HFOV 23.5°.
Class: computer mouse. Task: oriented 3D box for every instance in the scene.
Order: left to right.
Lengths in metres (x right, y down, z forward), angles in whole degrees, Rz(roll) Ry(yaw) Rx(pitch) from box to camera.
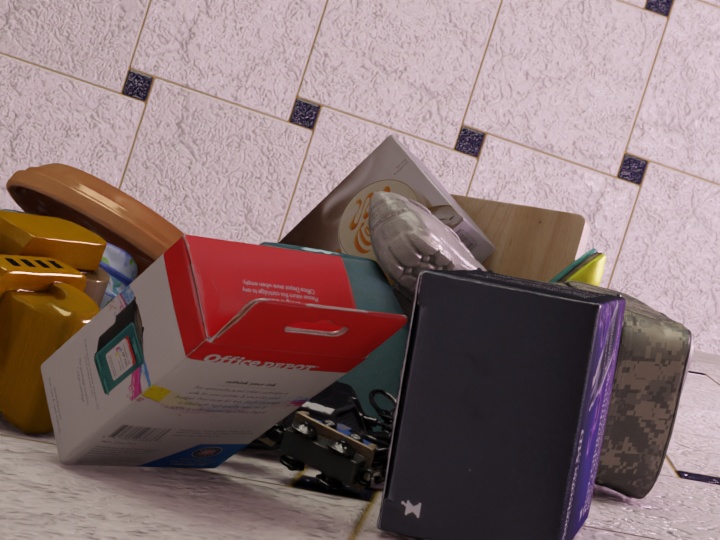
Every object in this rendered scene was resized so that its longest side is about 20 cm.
[{"bbox_3d":[-0.052,0.101,1.178,0.198,0.053,0.138,17,13,11],"label":"computer mouse"}]

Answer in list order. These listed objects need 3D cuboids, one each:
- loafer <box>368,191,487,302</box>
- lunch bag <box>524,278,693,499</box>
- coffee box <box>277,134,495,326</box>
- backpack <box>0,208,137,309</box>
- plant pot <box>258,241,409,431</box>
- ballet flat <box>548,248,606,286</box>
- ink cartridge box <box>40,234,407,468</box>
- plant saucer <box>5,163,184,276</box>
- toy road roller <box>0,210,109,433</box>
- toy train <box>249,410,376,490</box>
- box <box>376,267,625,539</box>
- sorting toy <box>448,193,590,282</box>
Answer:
[{"bbox_3d":[0.061,-0.003,1.393,0.070,0.070,0.200,-29,-32,8],"label":"loafer"},{"bbox_3d":[0.134,0.076,1.291,0.166,0.141,0.200,15,7,-8],"label":"lunch bag"},{"bbox_3d":[0.000,0.000,1.491,0.115,0.200,0.080,52,8,31],"label":"coffee box"},{"bbox_3d":[-0.253,0.022,1.373,0.162,0.155,0.200,29,8,-19],"label":"backpack"},{"bbox_3d":[-0.043,0.052,1.341,0.198,0.136,0.200,9,3,0],"label":"plant pot"},{"bbox_3d":[0.133,0.065,1.419,0.067,0.199,0.067,55,9,8],"label":"ballet flat"},{"bbox_3d":[-0.080,0.042,0.982,0.115,0.068,0.200,7,-34,-41],"label":"ink cartridge box"},{"bbox_3d":[-0.197,-0.029,1.419,0.199,0.038,0.200,30,-13,8],"label":"plant saucer"},{"bbox_3d":[-0.222,0.042,1.151,0.145,0.124,0.200,27,10,26],"label":"toy road roller"},{"bbox_3d":[-0.071,0.089,1.102,0.199,0.034,0.046,25,16,25],"label":"toy train"},{"bbox_3d":[0.088,0.080,1.023,0.103,0.150,0.200,10,3,12],"label":"box"},{"bbox_3d":[0.092,0.043,1.518,0.197,0.202,0.070,10,-14,29],"label":"sorting toy"}]
